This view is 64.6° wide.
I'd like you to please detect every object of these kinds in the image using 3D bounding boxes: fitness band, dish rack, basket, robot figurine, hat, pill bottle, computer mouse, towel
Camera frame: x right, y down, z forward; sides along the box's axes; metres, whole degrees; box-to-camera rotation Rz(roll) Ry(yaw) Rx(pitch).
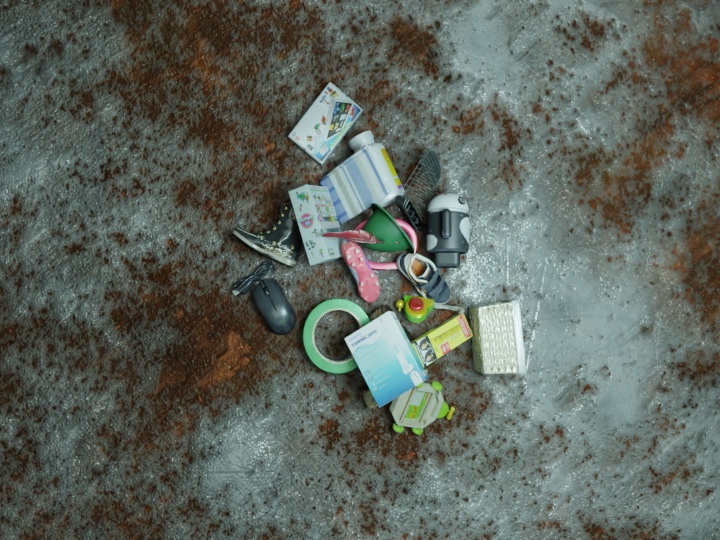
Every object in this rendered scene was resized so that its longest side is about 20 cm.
[{"bbox_3d":[0.068,-0.075,1.636,0.193,0.037,0.149,0,84,-8],"label":"fitness band"},{"bbox_3d":[0.178,-0.230,1.607,0.054,0.154,0.203,27,80,30],"label":"dish rack"},{"bbox_3d":[0.381,0.188,1.610,0.119,0.136,0.207,-4,87,-3],"label":"basket"},{"bbox_3d":[0.245,-0.111,1.588,0.121,0.149,0.207,3,85,-25],"label":"robot figurine"},{"bbox_3d":[0.020,-0.065,1.530,0.176,0.166,0.201,-42,90,-8],"label":"hat"},{"bbox_3d":[0.041,-0.285,1.610,0.102,0.104,0.204,-25,89,-8],"label":"pill bottle"},{"bbox_3d":[-0.252,0.088,1.575,0.137,0.053,0.203,-34,91,-9],"label":"computer mouse"},{"bbox_3d":[-0.016,-0.236,1.582,0.198,0.024,0.150,-29,88,35],"label":"towel"}]

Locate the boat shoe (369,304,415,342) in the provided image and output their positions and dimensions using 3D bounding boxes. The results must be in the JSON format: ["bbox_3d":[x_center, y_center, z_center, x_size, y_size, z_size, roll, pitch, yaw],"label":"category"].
[{"bbox_3d":[0.099,0.194,1.613,0.075,0.072,0.202,-32,97,24],"label":"boat shoe"}]

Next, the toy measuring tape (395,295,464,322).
[{"bbox_3d":[0.193,0.119,1.608,0.194,0.074,0.076,11,85,8],"label":"toy measuring tape"}]

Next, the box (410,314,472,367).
[{"bbox_3d":[0.222,0.197,1.595,0.197,0.050,0.077,-24,90,-31],"label":"box"}]

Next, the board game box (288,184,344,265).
[{"bbox_3d":[-0.112,-0.126,1.556,0.063,0.147,0.206,-17,89,20],"label":"board game box"}]

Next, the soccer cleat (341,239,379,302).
[{"bbox_3d":[0.000,0.000,1.587,0.065,0.077,0.203,-28,125,-2],"label":"soccer cleat"}]

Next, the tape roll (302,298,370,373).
[{"bbox_3d":[-0.064,0.182,1.595,0.194,0.048,0.207,0,87,-7],"label":"tape roll"}]

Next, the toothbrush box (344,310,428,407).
[{"bbox_3d":[0.069,0.232,1.508,0.144,0.085,0.203,-31,79,8],"label":"toothbrush box"}]

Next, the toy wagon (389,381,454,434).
[{"bbox_3d":[0.175,0.382,1.594,0.195,0.040,0.159,15,106,-29],"label":"toy wagon"}]

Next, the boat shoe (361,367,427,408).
[{"bbox_3d":[0.101,0.326,1.601,0.195,0.071,0.066,-21,97,-1],"label":"boat shoe"}]

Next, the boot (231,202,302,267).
[{"bbox_3d":[-0.241,-0.114,1.579,0.196,0.073,0.154,26,85,-9],"label":"boot"}]

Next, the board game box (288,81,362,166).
[{"bbox_3d":[-0.100,-0.419,1.635,0.125,0.035,0.202,38,83,-3],"label":"board game box"}]

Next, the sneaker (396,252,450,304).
[{"bbox_3d":[0.190,0.027,1.604,0.198,0.079,0.080,38,74,-18],"label":"sneaker"}]
